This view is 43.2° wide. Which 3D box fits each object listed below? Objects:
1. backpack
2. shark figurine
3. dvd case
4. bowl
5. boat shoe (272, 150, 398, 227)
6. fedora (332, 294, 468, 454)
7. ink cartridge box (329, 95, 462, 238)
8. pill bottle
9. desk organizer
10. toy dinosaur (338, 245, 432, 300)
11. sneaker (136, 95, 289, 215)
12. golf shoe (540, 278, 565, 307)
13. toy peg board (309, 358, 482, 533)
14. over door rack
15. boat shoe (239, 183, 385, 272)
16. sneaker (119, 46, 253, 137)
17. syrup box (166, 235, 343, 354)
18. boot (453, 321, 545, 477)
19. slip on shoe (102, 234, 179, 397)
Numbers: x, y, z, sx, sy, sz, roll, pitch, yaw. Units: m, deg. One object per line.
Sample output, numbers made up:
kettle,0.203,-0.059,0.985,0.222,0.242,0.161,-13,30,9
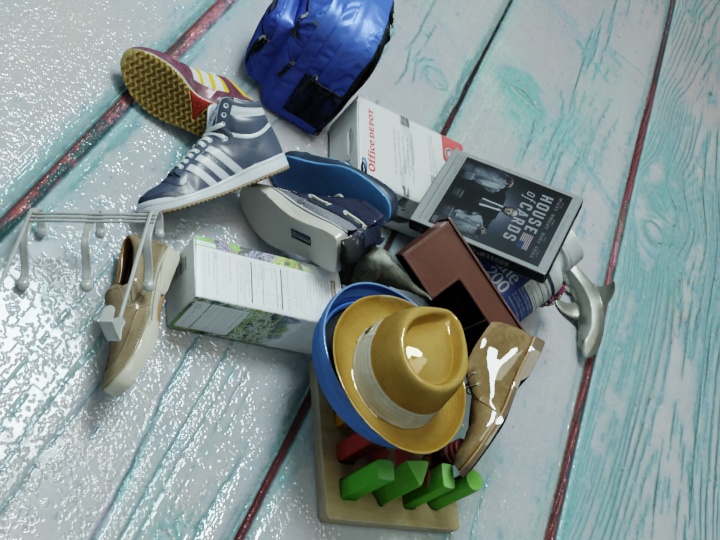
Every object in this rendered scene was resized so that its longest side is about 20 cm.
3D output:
backpack,-0.055,-0.317,1.263,0.166,0.200,0.164,27,50,-23
shark figurine,0.364,0.023,1.475,0.127,0.089,0.217,-12,74,-44
dvd case,0.186,-0.078,1.241,0.198,0.025,0.151,23,57,17
bowl,0.029,0.111,1.054,0.199,0.039,0.203,25,45,-27
boat shoe,-0.026,-0.121,1.192,0.198,0.085,0.068,30,32,27
fedora,0.063,0.097,0.999,0.199,0.082,0.203,25,45,-27
ink cartridge box,0.054,-0.142,1.324,0.198,0.083,0.149,20,53,-29
pill bottle,0.210,0.010,1.269,0.199,0.111,0.112,-37,87,-8
desk organizer,0.132,0.038,1.165,0.077,0.072,0.201,-35,95,-5
toy dinosaur,0.000,0.000,1.155,0.076,0.199,0.104,-24,124,-36
sneaker,-0.189,-0.140,1.090,0.198,0.070,0.110,-24,102,-26
golf shoe,0.207,0.009,1.378,0.197,0.074,0.092,10,16,-22
toy peg board,0.051,0.197,1.096,0.198,0.098,0.202,15,55,-32
over door rack,-0.286,0.009,0.903,0.145,0.067,0.201,0,35,3
boat shoe,-0.058,-0.066,1.136,0.199,0.076,0.092,31,43,33
sneaker,-0.215,-0.227,1.177,0.198,0.075,0.091,32,26,-15
syrup box,-0.122,0.032,1.072,0.198,0.079,0.083,13,55,-33
boot,0.146,0.150,1.084,0.075,0.074,0.201,29,61,5
slip on shoe,-0.246,0.042,0.965,0.060,0.076,0.202,33,44,-25
